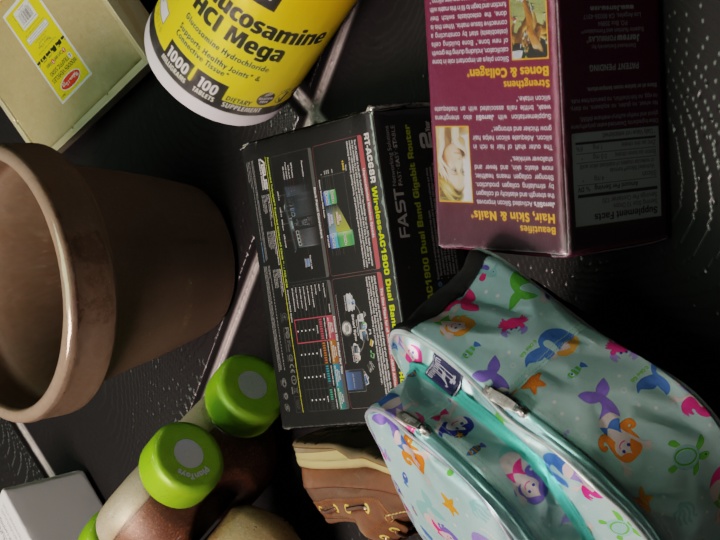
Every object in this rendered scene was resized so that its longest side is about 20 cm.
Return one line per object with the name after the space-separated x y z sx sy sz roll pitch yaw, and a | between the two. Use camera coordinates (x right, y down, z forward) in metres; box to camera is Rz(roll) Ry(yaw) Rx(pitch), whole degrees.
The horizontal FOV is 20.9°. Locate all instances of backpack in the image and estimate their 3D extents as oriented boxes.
0.110 0.104 1.061 0.199 0.151 0.178 27 154 34 | backpack

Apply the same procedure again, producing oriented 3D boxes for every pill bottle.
-0.055 -0.196 1.264 0.200 0.112 0.113 -52 57 44 | pill bottle

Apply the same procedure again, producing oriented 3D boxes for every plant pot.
-0.190 0.000 1.426 0.199 0.174 0.202 14 108 51 | plant pot

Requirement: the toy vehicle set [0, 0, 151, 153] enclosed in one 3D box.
-0.237 -0.178 1.538 0.125 0.026 0.200 56 140 -2 | toy vehicle set

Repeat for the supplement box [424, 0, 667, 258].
0.103 -0.113 1.098 0.110 0.085 0.202 4 100 51 | supplement box

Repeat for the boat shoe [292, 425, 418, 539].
0.028 0.141 1.263 0.199 0.072 0.068 0 103 57 | boat shoe

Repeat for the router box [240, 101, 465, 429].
0.000 0.000 1.272 0.149 0.062 0.202 -8 90 53 | router box

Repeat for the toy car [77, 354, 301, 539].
-0.076 0.193 1.387 0.200 0.158 0.164 42 138 2 | toy car

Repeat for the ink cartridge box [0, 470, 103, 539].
-0.267 0.294 1.656 0.145 0.083 0.201 54 135 30 | ink cartridge box
